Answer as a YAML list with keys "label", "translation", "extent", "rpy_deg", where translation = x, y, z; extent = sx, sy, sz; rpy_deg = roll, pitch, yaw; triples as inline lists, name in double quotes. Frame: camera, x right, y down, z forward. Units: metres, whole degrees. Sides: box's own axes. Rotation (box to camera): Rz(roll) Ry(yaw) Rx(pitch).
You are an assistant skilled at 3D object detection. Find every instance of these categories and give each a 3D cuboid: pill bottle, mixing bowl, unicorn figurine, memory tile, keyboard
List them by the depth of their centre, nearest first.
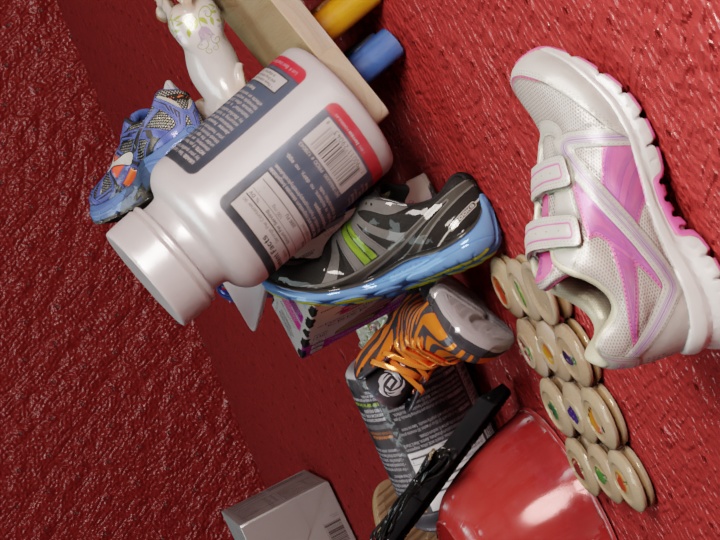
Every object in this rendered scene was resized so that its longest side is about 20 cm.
- label: "memory tile"
  translation: [0.151, 0.081, 1.508]
  extent: [0.201, 0.017, 0.153]
  rpy_deg: [66, 169, -6]
- label: "pill bottle"
  translation: [-0.085, -0.059, 1.527]
  extent: [0.120, 0.200, 0.120]
  rpy_deg: [47, 171, 10]
- label: "unicorn figurine"
  translation: [-0.106, -0.155, 1.639]
  extent: [0.200, 0.074, 0.137]
  rpy_deg: [50, 176, -21]
- label: "keyboard"
  translation: [0.054, 0.179, 1.685]
  extent: [0.021, 0.200, 0.127]
  rpy_deg: [39, -159, 13]
- label: "mixing bowl"
  translation: [0.131, 0.226, 1.693]
  extent: [0.201, 0.108, 0.200]
  rpy_deg: [60, 168, 20]
- label: "pill bottle"
  translation: [0.070, 0.158, 1.832]
  extent: [0.201, 0.106, 0.106]
  rpy_deg: [67, 169, -12]

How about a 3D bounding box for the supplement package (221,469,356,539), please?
- label: "supplement package"
  translation: [-0.100, 0.407, 3.113]
  extent: [0.152, 0.150, 0.200]
  rpy_deg: [65, 169, -5]

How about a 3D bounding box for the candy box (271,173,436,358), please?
- label: "candy box"
  translation: [0.000, 0.000, 1.735]
  extent: [0.061, 0.136, 0.200]
  rpy_deg: [60, 169, 11]

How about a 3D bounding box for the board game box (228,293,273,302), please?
- label: "board game box"
  translation: [-0.097, -0.066, 2.010]
  extent: [0.032, 0.120, 0.201]
  rpy_deg: [-56, 46, 51]

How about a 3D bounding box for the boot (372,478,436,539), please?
- label: "boot"
  translation: [0.064, 0.339, 2.369]
  extent: [0.201, 0.072, 0.166]
  rpy_deg: [60, 167, 7]

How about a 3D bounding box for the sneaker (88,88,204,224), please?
- label: "sneaker"
  translation: [-0.172, -0.092, 1.707]
  extent: [0.200, 0.075, 0.079]
  rpy_deg: [-30, 70, 55]

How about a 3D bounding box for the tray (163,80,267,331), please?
- label: "tray"
  translation: [-0.117, -0.057, 1.709]
  extent: [0.200, 0.022, 0.108]
  rpy_deg: [57, 150, 29]

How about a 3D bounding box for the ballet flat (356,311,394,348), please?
- label: "ballet flat"
  translation: [0.055, 0.114, 1.918]
  extent: [0.201, 0.075, 0.064]
  rpy_deg: [62, 154, -6]

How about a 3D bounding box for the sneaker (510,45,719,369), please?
- label: "sneaker"
  translation: [0.129, -0.032, 1.160]
  extent: [0.201, 0.088, 0.081]
  rpy_deg: [63, 169, 11]

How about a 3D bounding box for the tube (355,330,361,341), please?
- label: "tube"
  translation: [-0.005, 0.003, 2.024]
  extent: [0.058, 0.052, 0.200]
  rpy_deg: [-52, 49, 31]

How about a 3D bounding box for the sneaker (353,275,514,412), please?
- label: "sneaker"
  translation: [0.055, 0.066, 1.613]
  extent: [0.077, 0.112, 0.200]
  rpy_deg: [36, -175, -8]

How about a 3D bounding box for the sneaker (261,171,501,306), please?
- label: "sneaker"
  translation: [0.014, -0.022, 1.567]
  extent: [0.071, 0.199, 0.083]
  rpy_deg: [0, -107, -60]

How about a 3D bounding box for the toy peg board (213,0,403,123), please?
- label: "toy peg board"
  translation: [-0.037, -0.212, 1.612]
  extent: [0.199, 0.098, 0.200]
  rpy_deg: [50, 172, -8]

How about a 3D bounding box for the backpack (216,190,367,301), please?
- label: "backpack"
  translation: [-0.077, -0.052, 1.863]
  extent: [0.200, 0.182, 0.135]
  rpy_deg: [79, 171, -64]
